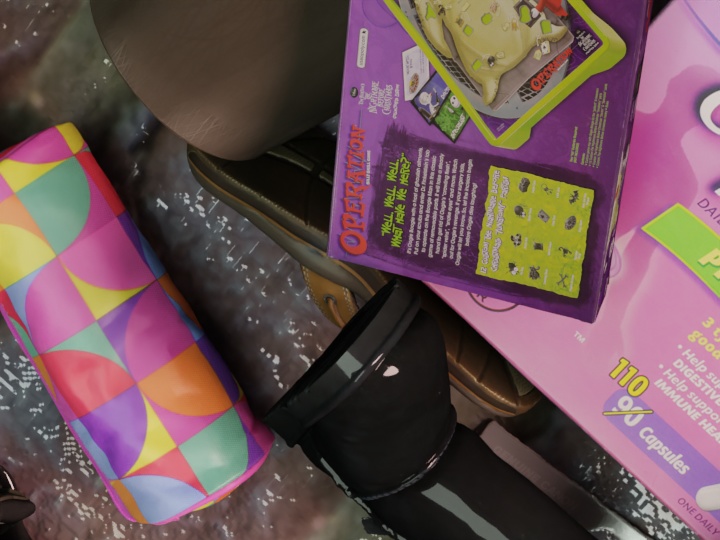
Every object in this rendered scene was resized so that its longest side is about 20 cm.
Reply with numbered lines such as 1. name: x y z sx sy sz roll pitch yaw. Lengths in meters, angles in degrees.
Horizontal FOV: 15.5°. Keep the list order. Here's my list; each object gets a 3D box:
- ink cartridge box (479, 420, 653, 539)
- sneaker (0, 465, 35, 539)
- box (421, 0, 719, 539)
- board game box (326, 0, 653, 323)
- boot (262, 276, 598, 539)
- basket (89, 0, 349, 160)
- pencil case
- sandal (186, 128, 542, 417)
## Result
1. ink cartridge box: 0.068 0.195 1.269 0.161 0.050 0.200 36 96 5
2. sneaker: -0.238 0.122 1.322 0.199 0.076 0.114 35 112 0
3. box: 0.161 -0.017 1.132 0.176 0.097 0.200 43 114 2
4. board game box: 0.052 -0.081 1.055 0.120 0.032 0.201 12 124 9
5. boot: 0.041 0.091 1.141 0.162 0.198 0.073 42 75 1
6. basket: -0.009 -0.146 1.132 0.200 0.136 0.181 -38 80 29
7. pencil case: -0.124 0.026 1.250 0.088 0.088 0.200 -33 94 24
8. sandal: 0.000 0.000 1.204 0.200 0.082 0.055 34 131 4
